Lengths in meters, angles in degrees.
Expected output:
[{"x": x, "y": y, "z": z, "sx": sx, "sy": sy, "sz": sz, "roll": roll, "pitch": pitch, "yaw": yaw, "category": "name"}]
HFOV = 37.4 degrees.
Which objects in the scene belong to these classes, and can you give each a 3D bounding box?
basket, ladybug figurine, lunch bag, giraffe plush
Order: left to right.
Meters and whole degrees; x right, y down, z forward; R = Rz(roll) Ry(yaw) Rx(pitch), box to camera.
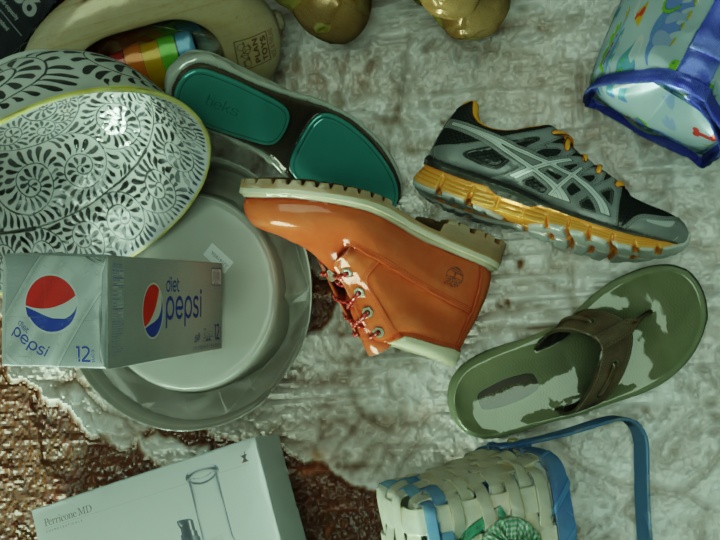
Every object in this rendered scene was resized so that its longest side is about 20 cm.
[{"x": -0.152, "y": -0.163, "z": 0.787, "sx": 0.196, "sy": 0.137, "sz": 0.073, "roll": -14, "pitch": 44, "yaw": -6, "category": "ladybug figurine"}, {"x": -0.005, "y": -0.229, "z": 0.745, "sx": 0.160, "sy": 0.172, "sz": 0.203, "roll": -26, "pitch": 80, "yaw": 19, "category": "giraffe plush"}, {"x": 0.117, "y": 0.201, "z": 0.723, "sx": 0.196, "sy": 0.139, "sz": 0.180, "roll": -7, "pitch": 89, "yaw": -24, "category": "basket"}, {"x": 0.230, "y": -0.169, "z": 0.669, "sx": 0.126, "sy": 0.200, "sz": 0.172, "roll": 28, "pitch": 93, "yaw": 10, "category": "lunch bag"}]

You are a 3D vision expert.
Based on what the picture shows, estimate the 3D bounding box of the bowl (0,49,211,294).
[{"x": -0.207, "y": -0.082, "z": 0.707, "sx": 0.199, "sy": 0.201, "sz": 0.095, "roll": -35, "pitch": 67, "yaw": 8, "category": "bowl"}]

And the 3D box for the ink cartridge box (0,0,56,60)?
[{"x": -0.274, "y": -0.174, "z": 0.705, "sx": 0.039, "sy": 0.100, "sz": 0.202, "roll": 13, "pitch": 64, "yaw": 36, "category": "ink cartridge box"}]

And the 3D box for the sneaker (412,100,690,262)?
[{"x": 0.138, "y": -0.060, "z": 0.749, "sx": 0.197, "sy": 0.078, "sz": 0.079, "roll": 20, "pitch": 83, "yaw": 9, "category": "sneaker"}]

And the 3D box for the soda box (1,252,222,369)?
[{"x": -0.149, "y": 0.024, "z": 0.677, "sx": 0.067, "sy": 0.200, "sz": 0.065, "roll": 1, "pitch": 89, "yaw": 12, "category": "soda box"}]

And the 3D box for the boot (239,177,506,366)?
[{"x": 0.000, "y": 0.000, "z": 0.740, "sx": 0.197, "sy": 0.075, "sz": 0.109, "roll": 20, "pitch": 89, "yaw": -16, "category": "boot"}]

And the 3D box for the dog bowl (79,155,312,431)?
[{"x": -0.125, "y": 0.016, "z": 0.804, "sx": 0.196, "sy": 0.059, "sz": 0.205, "roll": 0, "pitch": 89, "yaw": 10, "category": "dog bowl"}]

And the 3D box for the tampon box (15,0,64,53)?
[{"x": -0.317, "y": -0.186, "z": 0.780, "sx": 0.125, "sy": 0.149, "sz": 0.204, "roll": 14, "pitch": 91, "yaw": 36, "category": "tampon box"}]

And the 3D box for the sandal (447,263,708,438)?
[{"x": 0.154, "y": 0.066, "z": 0.750, "sx": 0.199, "sy": 0.057, "sz": 0.081, "roll": -29, "pitch": 84, "yaw": 9, "category": "sandal"}]

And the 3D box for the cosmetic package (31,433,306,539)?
[{"x": -0.136, "y": 0.223, "z": 0.791, "sx": 0.197, "sy": 0.052, "sz": 0.154, "roll": -20, "pitch": 77, "yaw": 15, "category": "cosmetic package"}]

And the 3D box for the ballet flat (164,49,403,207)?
[{"x": -0.052, "y": -0.105, "z": 0.773, "sx": 0.198, "sy": 0.069, "sz": 0.070, "roll": 26, "pitch": 94, "yaw": -27, "category": "ballet flat"}]
